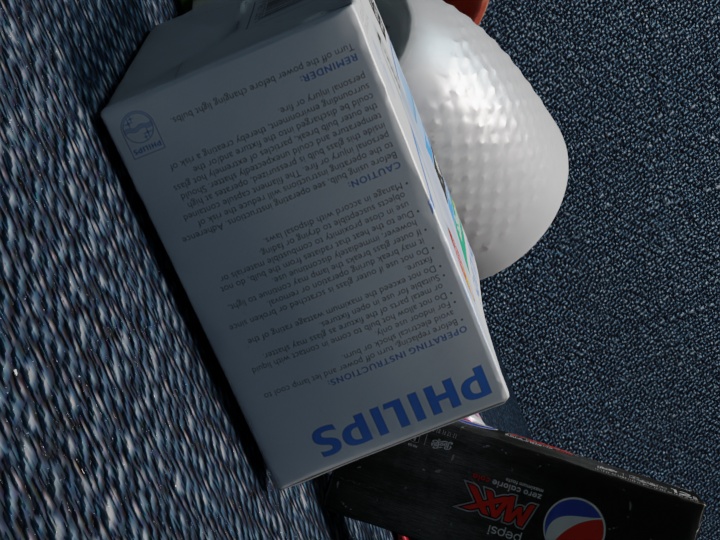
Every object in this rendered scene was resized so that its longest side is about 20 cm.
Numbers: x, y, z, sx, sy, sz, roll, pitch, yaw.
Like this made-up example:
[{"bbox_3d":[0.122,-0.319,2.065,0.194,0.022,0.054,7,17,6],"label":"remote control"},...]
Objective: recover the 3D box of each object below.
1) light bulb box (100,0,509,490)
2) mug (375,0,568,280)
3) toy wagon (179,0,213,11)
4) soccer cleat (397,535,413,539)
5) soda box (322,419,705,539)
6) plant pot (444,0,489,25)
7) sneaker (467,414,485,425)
[{"bbox_3d":[-0.023,-0.036,0.720,0.198,0.124,0.201,-92,160,-69],"label":"light bulb box"},{"bbox_3d":[0.017,-0.106,0.914,0.200,0.148,0.175,37,-4,40],"label":"mug"},{"bbox_3d":[-0.071,-0.107,0.892,0.200,0.039,0.156,39,31,-77],"label":"toy wagon"},{"bbox_3d":[0.049,0.151,1.017,0.077,0.066,0.201,55,18,-47],"label":"soccer cleat"},{"bbox_3d":[0.085,0.128,0.794,0.063,0.199,0.071,16,91,-81],"label":"soda box"},{"bbox_3d":[-0.030,-0.256,1.081,0.196,0.200,0.201,65,3,31],"label":"plant pot"},{"bbox_3d":[0.091,0.168,1.250,0.089,0.080,0.201,-114,178,-52],"label":"sneaker"}]
